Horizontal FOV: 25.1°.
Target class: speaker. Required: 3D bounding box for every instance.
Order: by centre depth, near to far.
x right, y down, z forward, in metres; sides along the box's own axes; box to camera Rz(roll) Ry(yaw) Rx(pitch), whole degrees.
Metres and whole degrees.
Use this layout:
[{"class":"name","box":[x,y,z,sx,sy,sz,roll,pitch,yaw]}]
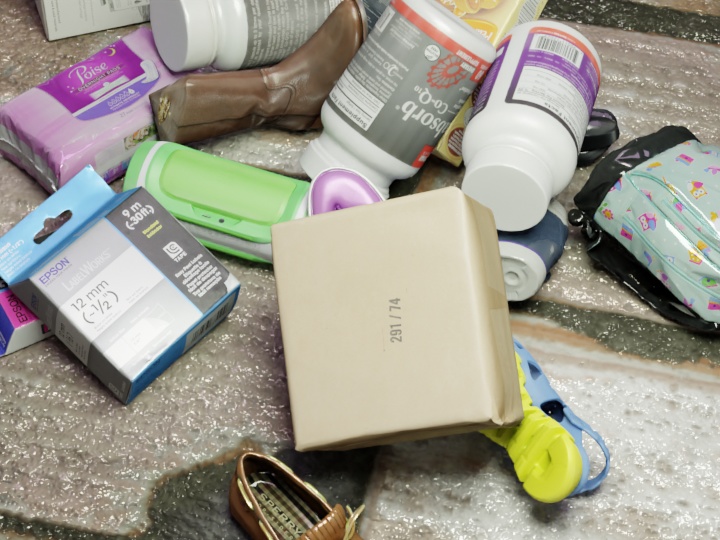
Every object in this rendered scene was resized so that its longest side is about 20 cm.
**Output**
[{"class":"speaker","box":[-0.127,-0.063,1.569,0.198,0.089,0.089,17,51,11]}]

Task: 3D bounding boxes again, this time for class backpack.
[{"class":"backpack","box":[0.321,-0.041,1.541,0.166,0.127,0.200,-26,61,-32]}]

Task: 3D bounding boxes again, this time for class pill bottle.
[{"class":"pill bottle","box":[0.159,-0.135,1.534,0.110,0.112,0.201,14,48,9]},{"class":"pill bottle","box":[0.033,-0.162,1.565,0.115,0.201,0.116,33,13,-9]},{"class":"pill bottle","box":[-0.108,-0.266,1.653,0.198,0.114,0.114,-14,51,-29]}]

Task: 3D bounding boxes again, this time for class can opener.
[{"class":"can opener","box":[0.169,-0.147,1.670,0.197,0.079,0.064,2,61,11]}]

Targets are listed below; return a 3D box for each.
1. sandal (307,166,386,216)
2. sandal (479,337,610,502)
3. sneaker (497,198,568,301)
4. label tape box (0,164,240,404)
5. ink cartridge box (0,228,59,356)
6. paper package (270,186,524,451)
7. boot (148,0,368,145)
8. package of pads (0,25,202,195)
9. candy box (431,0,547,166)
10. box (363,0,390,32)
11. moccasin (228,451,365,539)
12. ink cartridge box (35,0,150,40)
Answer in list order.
[{"class":"sandal","box":[0.007,-0.002,1.487,0.082,0.050,0.205,-16,83,-7]},{"class":"sandal","box":[0.156,0.133,1.434,0.086,0.080,0.201,16,32,-37]},{"class":"sneaker","box":[0.104,-0.046,1.579,0.198,0.081,0.147,13,39,16]},{"class":"label tape box","box":[-0.230,0.000,1.481,0.200,0.066,0.143,44,64,7]},{"class":"ink cartridge box","box":[-0.295,0.013,1.530,0.199,0.037,0.095,-25,56,-20]},{"class":"paper package","box":[0.030,0.047,1.387,0.189,0.103,0.202,-10,80,19]},{"class":"boot","box":[-0.103,-0.194,1.596,0.198,0.187,0.065,-7,53,-28]},{"class":"package of pads","box":[-0.262,-0.158,1.648,0.199,0.076,0.120,-35,61,-28]},{"class":"candy box","box":[0.094,-0.221,1.654,0.115,0.055,0.201,27,87,33]},{"class":"box","box":[-0.006,-0.325,1.760,0.200,0.158,0.051,43,16,29]},{"class":"moccasin","box":[-0.032,0.223,1.333,0.073,0.078,0.201,-29,57,-25]},{"class":"ink cartridge box","box":[-0.272,-0.350,1.806,0.198,0.083,0.147,-14,51,-14]}]
